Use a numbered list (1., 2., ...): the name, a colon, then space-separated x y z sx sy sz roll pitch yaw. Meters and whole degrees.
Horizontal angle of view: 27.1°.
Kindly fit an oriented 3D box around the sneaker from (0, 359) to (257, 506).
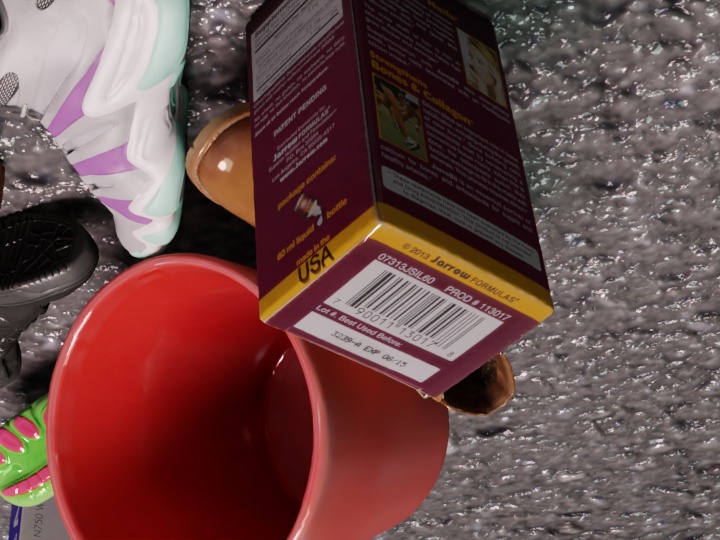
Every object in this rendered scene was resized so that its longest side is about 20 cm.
1. sneaker: -0.159 0.084 0.994 0.199 0.077 0.084 -27 -178 9

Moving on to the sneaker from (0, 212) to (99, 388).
1. sneaker: -0.231 0.030 0.921 0.199 0.060 0.104 -13 139 18

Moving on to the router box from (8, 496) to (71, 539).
1. router box: -0.156 0.216 1.041 0.179 0.201 0.049 12 139 -20

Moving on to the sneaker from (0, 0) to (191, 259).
1. sneaker: -0.159 -0.091 0.773 0.139 0.078 0.201 3 131 -6

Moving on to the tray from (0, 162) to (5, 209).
1. tray: -0.311 -0.051 0.830 0.199 0.037 0.099 -14 140 12

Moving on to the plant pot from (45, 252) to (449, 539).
1. plant pot: -0.051 0.092 0.870 0.200 0.201 0.177 -32 160 29

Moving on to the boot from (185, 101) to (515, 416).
1. boot: 0.000 0.000 0.800 0.077 0.156 0.200 -40 145 7

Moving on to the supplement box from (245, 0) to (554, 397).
1. supplement box: 0.013 -0.055 0.727 0.110 0.201 0.086 26 131 -33
